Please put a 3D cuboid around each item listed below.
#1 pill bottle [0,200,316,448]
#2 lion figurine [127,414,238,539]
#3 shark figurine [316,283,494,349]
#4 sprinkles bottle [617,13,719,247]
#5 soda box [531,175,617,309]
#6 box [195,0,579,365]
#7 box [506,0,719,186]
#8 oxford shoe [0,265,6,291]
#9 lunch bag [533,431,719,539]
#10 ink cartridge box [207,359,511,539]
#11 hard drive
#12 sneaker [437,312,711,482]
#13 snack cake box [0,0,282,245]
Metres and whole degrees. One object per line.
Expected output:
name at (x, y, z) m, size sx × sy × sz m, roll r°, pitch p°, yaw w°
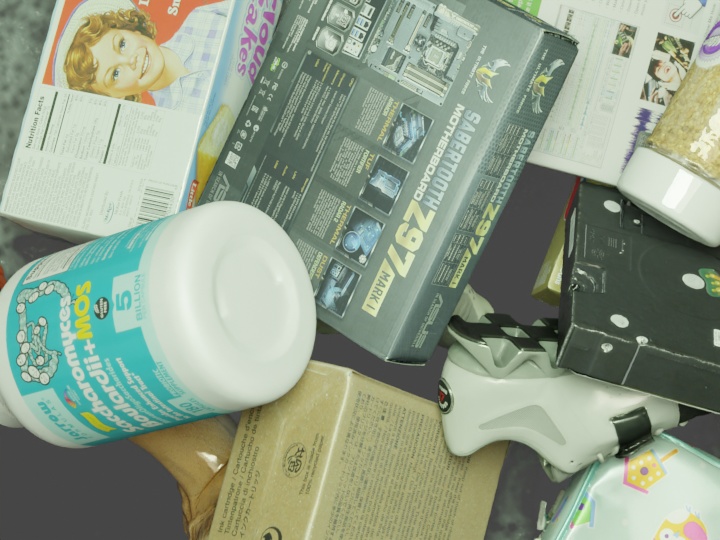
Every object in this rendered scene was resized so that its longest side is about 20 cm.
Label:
pill bottle at (-0.129, 0.036, 1.276) m, size 0.110 × 0.199 × 0.112 m, roll 20°, pitch 62°, yaw -45°
lion figurine at (-0.097, 0.099, 1.366) m, size 0.122 × 0.072 × 0.200 m, roll -45°, pitch 74°, yaw 3°
shark figurine at (-0.014, -0.013, 1.352) m, size 0.214 × 0.128 × 0.090 m, roll 44°, pitch 93°, yaw 3°
sprinkles bottle at (0.220, -0.114, 1.289) m, size 0.068 × 0.068 × 0.201 m, roll 31°, pitch 91°, yaw 0°
soda box at (0.172, -0.065, 1.397) m, size 0.067 × 0.064 × 0.201 m, roll 22°, pitch 83°, yaw -3°
box at (0.010, -0.071, 1.279) m, size 0.157 × 0.051 × 0.201 m, roll 31°, pitch 102°, yaw 30°
box at (0.144, -0.123, 1.324) m, size 0.199 × 0.036 × 0.145 m, roll 14°, pitch 95°, yaw -15°
oxford shoe at (-0.265, -0.050, 1.363) m, size 0.072 × 0.071 × 0.201 m, roll -16°, pitch 86°, yaw -1°
lunch bag at (0.191, 0.193, 1.365) m, size 0.199 × 0.077 × 0.161 m, roll 29°, pitch 84°, yaw -1°
ink cartridge box at (-0.009, 0.163, 1.310) m, size 0.075 × 0.164 × 0.201 m, roll 9°, pitch 80°, yaw 39°
hard drive at (0.210, 0.027, 1.299) m, size 0.199 × 0.140 × 0.038 m, roll 14°, pitch 128°, yaw -4°
sneaker at (0.136, 0.076, 1.322) m, size 0.199 × 0.074 × 0.089 m, roll 4°, pitch 107°, yaw -15°
snack cake box at (-0.125, -0.110, 1.362) m, size 0.114 × 0.067 × 0.201 m, roll 12°, pitch 83°, yaw 21°
